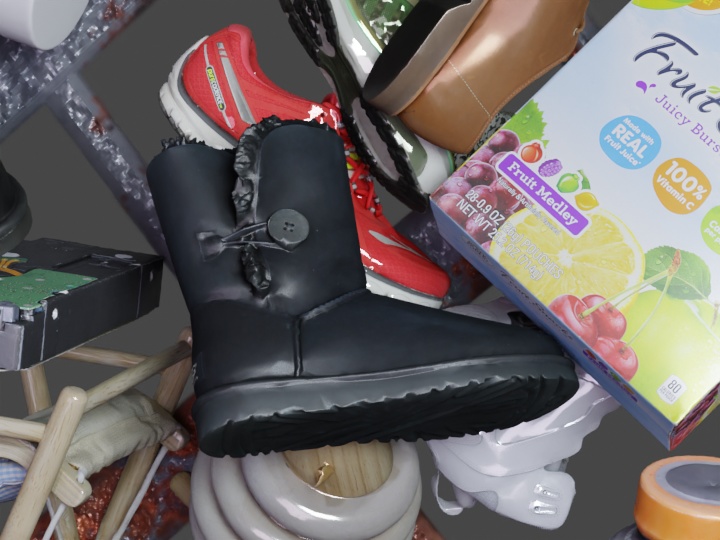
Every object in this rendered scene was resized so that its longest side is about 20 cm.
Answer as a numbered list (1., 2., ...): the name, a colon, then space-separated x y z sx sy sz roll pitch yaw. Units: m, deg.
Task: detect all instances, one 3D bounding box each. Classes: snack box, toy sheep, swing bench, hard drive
1. snack box: 0.163 -0.042 0.906 0.200 0.068 0.169 -44 73 -8
2. toy sheep: -0.034 0.125 0.994 0.138 0.138 0.200 30 142 9
3. swing bench: -0.183 0.134 0.994 0.130 0.199 0.200 8 100 13
4. hard drive: -0.205 0.012 0.983 0.140 0.200 0.038 8 99 12

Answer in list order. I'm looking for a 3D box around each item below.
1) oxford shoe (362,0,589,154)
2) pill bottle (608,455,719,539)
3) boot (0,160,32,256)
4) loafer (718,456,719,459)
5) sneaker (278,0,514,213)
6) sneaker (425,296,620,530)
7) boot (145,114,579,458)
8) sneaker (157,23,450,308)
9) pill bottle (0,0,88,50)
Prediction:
1. oxford shoe: 0.089 -0.144 0.890 0.071 0.071 0.200 35 103 -17
2. pill bottle: 0.164 0.195 0.901 0.106 0.106 0.200 7 109 13
3. boot: -0.257 -0.098 0.923 0.211 0.079 0.158 34 149 40
4. loafer: 0.195 0.145 0.968 0.070 0.070 0.200 6 99 5
5. sneaker: 0.017 -0.134 0.958 0.089 0.077 0.200 -27 96 -19
6. sneaker: 0.121 0.069 0.978 0.200 0.075 0.115 -10 106 7
7. boot: 0.000 0.000 0.912 0.200 0.076 0.168 -5 66 -12
8. sneaker: -0.021 -0.058 0.996 0.200 0.077 0.085 42 96 4
9. pill bottle: -0.251 -0.195 1.015 0.200 0.112 0.112 22 102 10
